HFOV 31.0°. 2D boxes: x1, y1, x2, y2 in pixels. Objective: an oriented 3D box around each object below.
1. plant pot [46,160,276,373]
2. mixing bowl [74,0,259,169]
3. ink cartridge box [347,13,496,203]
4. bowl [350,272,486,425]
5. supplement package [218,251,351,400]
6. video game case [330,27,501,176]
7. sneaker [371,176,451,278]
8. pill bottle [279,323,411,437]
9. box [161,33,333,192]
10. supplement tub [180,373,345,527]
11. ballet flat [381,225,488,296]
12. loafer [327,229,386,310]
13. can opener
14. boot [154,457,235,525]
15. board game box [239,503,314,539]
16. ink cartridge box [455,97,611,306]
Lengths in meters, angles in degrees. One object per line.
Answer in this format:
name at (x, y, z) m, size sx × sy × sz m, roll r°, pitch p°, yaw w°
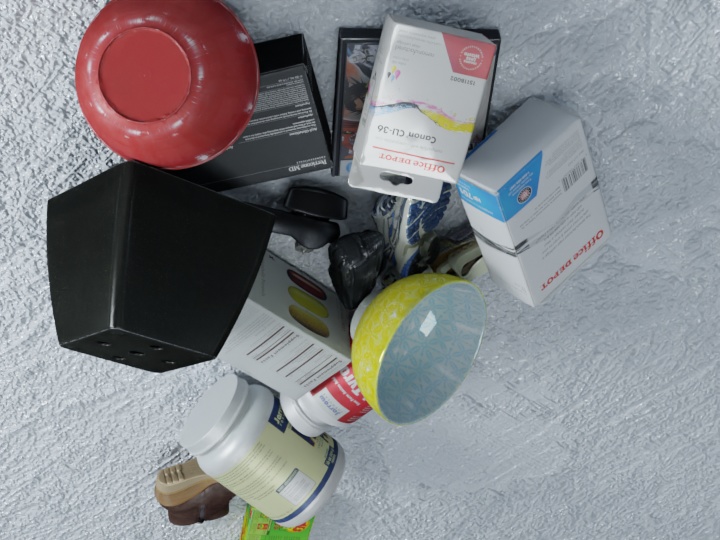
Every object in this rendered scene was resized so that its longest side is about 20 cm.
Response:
plant pot at (-0.240, 0.010, 1.467) m, size 0.200 × 0.178 × 0.199 m, roll 21°, pitch 156°, yaw -35°
mixing bowl at (-0.211, -0.201, 1.336) m, size 0.200 × 0.108 × 0.200 m, roll 0°, pitch 97°, yaw 4°
ink cartridge box at (0.063, -0.168, 1.422) m, size 0.116 × 0.068 × 0.200 m, roll 10°, pitch 109°, yaw -11°
bowl at (0.052, 0.081, 1.608) m, size 0.200 × 0.108 × 0.200 m, roll -29°, pitch 134°, yaw -36°
supplement package at (-0.121, 0.061, 1.668) m, size 0.110 × 0.114 × 0.200 m, roll -37°, pitch 129°, yaw 28°
video game case at (0.060, -0.191, 1.502) m, size 0.181 × 0.026 × 0.200 m, roll -1°, pitch 135°, yaw -6°
sneaker at (0.050, -0.069, 1.571) m, size 0.077 × 0.085 × 0.200 m, roll -38°, pitch 156°, yaw -29°
pill bottle at (-0.012, 0.140, 1.759) m, size 0.112 × 0.112 × 0.200 m, roll 33°, pitch 122°, yaw -32°
box at (-0.143, -0.170, 1.457) m, size 0.200 × 0.079 × 0.141 m, roll -11°, pitch 127°, yaw 5°
supplement tub at (-0.137, 0.251, 1.816) m, size 0.200 × 0.145 × 0.145 m, roll 39°, pitch 120°, yaw -20°
ballet flat at (0.113, -0.005, 1.661) m, size 0.200 × 0.072 × 0.072 m, roll -29°, pitch 131°, yaw 21°
loafer at (0.000, 0.000, 1.616) m, size 0.070 × 0.068 × 0.201 m, roll -24°, pitch 165°, yaw -8°
can opener at (-0.118, -0.067, 1.581) m, size 0.200 × 0.079 × 0.063 m, roll 6°, pitch 175°, yaw -10°
boot at (-0.209, 0.327, 1.971) m, size 0.200 × 0.072 × 0.166 m, roll -10°, pitch 149°, yaw -4°
board game box at (-0.137, 0.420, 2.066) m, size 0.102 × 0.048 × 0.200 m, roll 4°, pitch 134°, yaw -11°
ink cartridge box at (0.207, -0.079, 1.543) m, size 0.146 × 0.086 × 0.200 m, roll -42°, pitch 137°, yaw -17°
